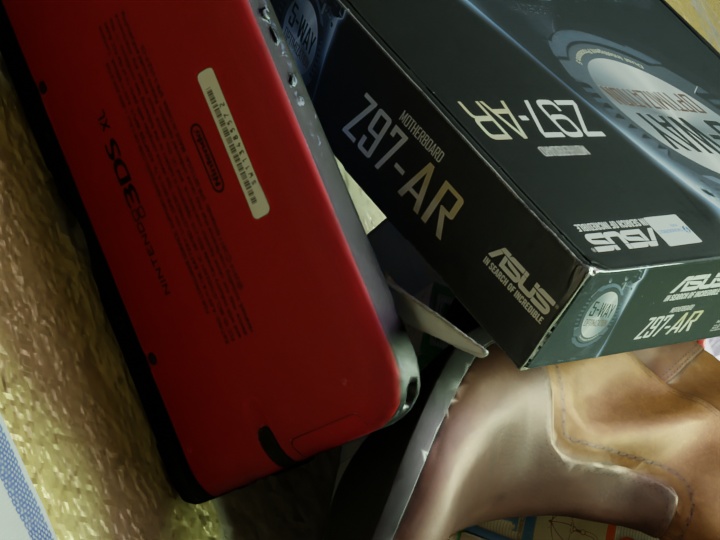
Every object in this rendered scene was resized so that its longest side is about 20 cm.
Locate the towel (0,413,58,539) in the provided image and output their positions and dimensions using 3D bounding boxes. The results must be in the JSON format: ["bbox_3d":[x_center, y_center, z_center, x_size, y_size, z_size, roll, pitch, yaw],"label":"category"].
[{"bbox_3d":[-0.133,0.071,0.577,0.147,0.024,0.200,65,21,-9],"label":"towel"}]

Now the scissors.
[{"bbox_3d":[0.000,0.000,0.777,0.200,0.014,0.073,167,-95,-77],"label":"scissors"}]

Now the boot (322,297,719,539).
[{"bbox_3d":[0.099,0.092,0.808,0.200,0.068,0.188,38,40,-3],"label":"boot"}]

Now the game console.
[{"bbox_3d":[-0.039,-0.034,0.820,0.119,0.172,0.200,-19,85,-45],"label":"game console"}]

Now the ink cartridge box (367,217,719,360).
[{"bbox_3d":[0.086,0.064,0.981,0.144,0.084,0.200,-14,80,-33],"label":"ink cartridge box"}]

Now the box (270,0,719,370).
[{"bbox_3d":[0.077,-0.044,0.834,0.200,0.044,0.160,-5,47,-48],"label":"box"}]

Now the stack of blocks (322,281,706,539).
[{"bbox_3d":[0.062,0.046,0.890,0.115,0.059,0.200,22,64,-17],"label":"stack of blocks"}]
